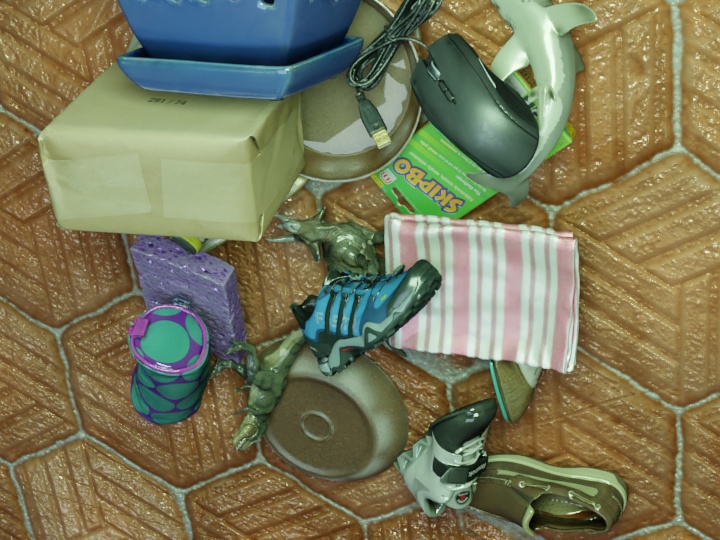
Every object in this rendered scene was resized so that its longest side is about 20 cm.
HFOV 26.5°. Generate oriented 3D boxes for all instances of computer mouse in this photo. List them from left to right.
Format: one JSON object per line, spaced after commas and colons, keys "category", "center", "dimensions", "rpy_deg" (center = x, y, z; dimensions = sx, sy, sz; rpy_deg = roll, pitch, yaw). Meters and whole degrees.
{"category": "computer mouse", "center": [0.061, -0.147, 1.370], "dimensions": [0.140, 0.046, 0.201], "rpy_deg": [-43, 69, 27]}

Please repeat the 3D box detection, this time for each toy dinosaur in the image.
{"category": "toy dinosaur", "center": [-0.113, 0.111, 1.671], "dimensions": [0.087, 0.048, 0.201], "rpy_deg": [25, 127, -9]}
{"category": "toy dinosaur", "center": [0.000, 0.000, 1.585], "dimensions": [0.102, 0.077, 0.201], "rpy_deg": [-3, 132, 44]}

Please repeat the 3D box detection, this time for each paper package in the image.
{"category": "paper package", "center": [-0.166, -0.116, 1.417], "dimensions": [0.197, 0.191, 0.105], "rpy_deg": [3, 119, 12]}

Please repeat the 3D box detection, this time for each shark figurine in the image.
{"category": "shark figurine", "center": [0.171, -0.164, 1.372], "dimensions": [0.127, 0.089, 0.218], "rpy_deg": [3, 96, 35]}

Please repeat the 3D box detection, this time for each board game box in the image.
{"category": "board game box", "center": [0.104, -0.114, 1.478], "dimensions": [0.199, 0.030, 0.096], "rpy_deg": [-35, 102, 34]}

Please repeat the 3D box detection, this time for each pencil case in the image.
{"category": "pencil case", "center": [-0.212, 0.104, 1.677], "dimensions": [0.092, 0.086, 0.200], "rpy_deg": [31, 156, 5]}

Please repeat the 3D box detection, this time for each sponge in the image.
{"category": "sponge", "center": [-0.181, 0.032, 1.648], "dimensions": [0.110, 0.030, 0.201], "rpy_deg": [21, 153, 11]}

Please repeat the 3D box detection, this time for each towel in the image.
{"category": "towel", "center": [0.115, 0.022, 1.493], "dimensions": [0.197, 0.030, 0.148], "rpy_deg": [7, 117, 19]}

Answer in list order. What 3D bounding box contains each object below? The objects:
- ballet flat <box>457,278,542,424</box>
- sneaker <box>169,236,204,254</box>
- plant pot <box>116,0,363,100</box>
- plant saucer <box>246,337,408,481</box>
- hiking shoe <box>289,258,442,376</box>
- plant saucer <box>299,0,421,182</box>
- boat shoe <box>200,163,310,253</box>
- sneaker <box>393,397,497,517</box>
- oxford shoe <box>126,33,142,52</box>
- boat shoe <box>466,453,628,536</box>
{"category": "ballet flat", "center": [0.152, 0.065, 1.563], "dimensions": [0.072, 0.068, 0.202], "rpy_deg": [-18, 110, 12]}
{"category": "sneaker", "center": [-0.186, -0.083, 1.564], "dimensions": [0.085, 0.200, 0.074], "rpy_deg": [-49, 126, 0]}
{"category": "plant pot", "center": [-0.103, -0.252, 1.342], "dimensions": [0.198, 0.200, 0.182], "rpy_deg": [7, 109, 21]}
{"category": "plant saucer", "center": [-0.044, 0.166, 1.726], "dimensions": [0.198, 0.037, 0.202], "rpy_deg": [11, 125, 16]}
{"category": "hiking shoe", "center": [-0.002, 0.033, 1.502], "dimensions": [0.087, 0.074, 0.200], "rpy_deg": [52, 134, 0]}
{"category": "plant saucer", "center": [-0.031, -0.185, 1.472], "dimensions": [0.198, 0.035, 0.203], "rpy_deg": [8, 117, 15]}
{"category": "boat shoe", "center": [-0.129, -0.075, 1.584], "dimensions": [0.199, 0.072, 0.065], "rpy_deg": [-32, 96, 36]}
{"category": "sneaker", "center": [0.106, 0.202, 1.626], "dimensions": [0.089, 0.073, 0.200], "rpy_deg": [65, 152, 19]}
{"category": "oxford shoe", "center": [-0.214, -0.199, 1.548], "dimensions": [0.200, 0.074, 0.058], "rpy_deg": [-56, 48, 46]}
{"category": "boat shoe", "center": [0.184, 0.247, 1.653], "dimensions": [0.200, 0.075, 0.075], "rpy_deg": [-2, 121, 25]}
